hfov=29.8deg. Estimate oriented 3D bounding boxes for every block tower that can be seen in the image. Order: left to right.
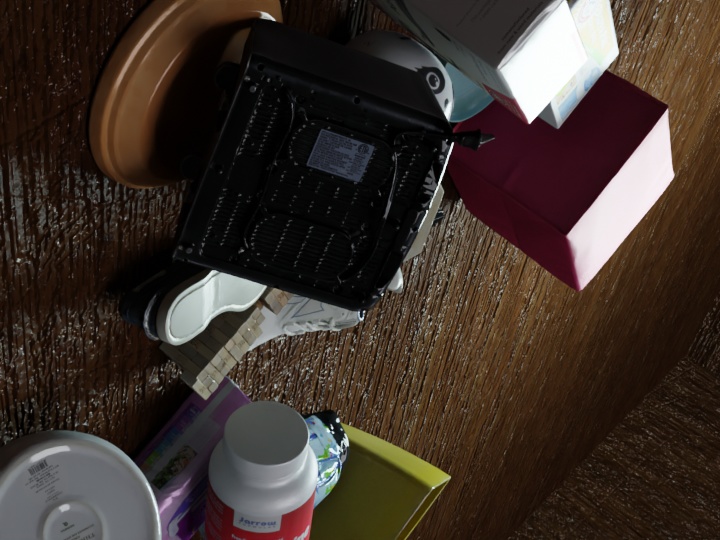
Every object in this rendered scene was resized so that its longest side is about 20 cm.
[{"bbox_3d":[-0.114,0.030,1.340,0.200,0.058,0.054,-51,159,-9],"label":"block tower"}]

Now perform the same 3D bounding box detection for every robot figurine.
[{"bbox_3d":[-0.001,-0.122,1.234,0.200,0.125,0.150,-53,-166,1],"label":"robot figurine"}]

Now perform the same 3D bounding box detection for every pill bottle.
[{"bbox_3d":[-0.103,0.232,1.394,0.112,0.112,0.200,-36,148,-37],"label":"pill bottle"}]

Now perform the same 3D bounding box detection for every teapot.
[{"bbox_3d":[-0.285,0.240,1.194,0.146,0.200,0.198,-21,-128,52],"label":"teapot"}]

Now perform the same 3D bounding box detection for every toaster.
[{"bbox_3d":[-0.031,-0.079,1.053,0.119,0.200,0.181,-101,-149,-58],"label":"toaster"}]

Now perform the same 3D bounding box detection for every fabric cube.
[{"bbox_3d":[0.236,-0.131,1.614,0.196,0.200,0.199,-50,157,-5],"label":"fabric cube"}]

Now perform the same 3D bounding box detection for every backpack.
[{"bbox_3d":[-0.117,0.256,1.593,0.163,0.154,0.200,-41,153,28],"label":"backpack"}]

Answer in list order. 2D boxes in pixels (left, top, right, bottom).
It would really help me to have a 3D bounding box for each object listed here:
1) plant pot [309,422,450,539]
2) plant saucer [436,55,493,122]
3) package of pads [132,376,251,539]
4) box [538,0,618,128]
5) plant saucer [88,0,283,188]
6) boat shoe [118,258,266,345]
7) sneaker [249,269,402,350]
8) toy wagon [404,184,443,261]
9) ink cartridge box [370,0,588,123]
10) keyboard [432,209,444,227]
[{"bbox_3d":[-0.020,0.302,1.767,0.200,0.176,0.200,-53,168,2],"label":"plant pot"},{"bbox_3d":[0.140,-0.252,1.460,0.200,0.027,0.200,-44,157,-24],"label":"plant saucer"},{"bbox_3d":[-0.184,0.213,1.451,0.200,0.076,0.121,-49,154,-11],"label":"package of pads"},{"bbox_3d":[0.185,-0.247,1.383,0.113,0.101,0.200,-51,159,-2],"label":"box"},{"bbox_3d":[-0.127,-0.145,1.065,0.200,0.037,0.200,-42,156,-24],"label":"plant saucer"},{"bbox_3d":[-0.143,0.012,1.237,0.200,0.062,0.075,-39,140,-53],"label":"boat shoe"},{"bbox_3d":[-0.047,0.030,1.396,0.200,0.087,0.075,-33,164,8],"label":"sneaker"},{"bbox_3d":[-0.032,-0.067,1.154,0.040,0.200,0.155,-105,-150,-58],"label":"toy wagon"},{"bbox_3d":[0.082,-0.229,1.136,0.085,0.200,0.146,-48,159,2],"label":"ink cartridge box"},{"bbox_3d":[0.000,0.000,1.495,0.200,0.021,0.127,-42,171,26],"label":"keyboard"}]
